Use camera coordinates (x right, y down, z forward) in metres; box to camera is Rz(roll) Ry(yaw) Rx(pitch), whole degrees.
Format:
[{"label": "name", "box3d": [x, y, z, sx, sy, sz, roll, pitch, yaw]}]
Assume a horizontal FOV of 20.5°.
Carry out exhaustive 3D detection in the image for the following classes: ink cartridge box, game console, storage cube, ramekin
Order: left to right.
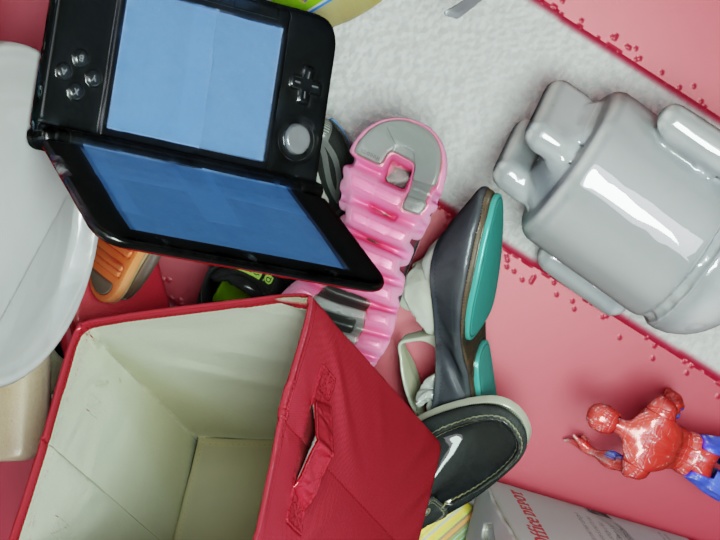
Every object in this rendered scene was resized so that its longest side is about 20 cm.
[{"label": "ramekin", "box3d": [-0.244, -0.035, 1.173, 0.093, 0.202, 0.204, 6, 99, 26]}, {"label": "game console", "box3d": [-0.080, -0.088, 1.169, 0.199, 0.118, 0.174, 11, 87, -35]}, {"label": "storage cube", "box3d": [-0.077, 0.139, 1.197, 0.199, 0.172, 0.180, -8, 142, 29]}, {"label": "ink cartridge box", "box3d": [0.168, 0.218, 1.295, 0.198, 0.145, 0.084, 17, 99, -9]}]

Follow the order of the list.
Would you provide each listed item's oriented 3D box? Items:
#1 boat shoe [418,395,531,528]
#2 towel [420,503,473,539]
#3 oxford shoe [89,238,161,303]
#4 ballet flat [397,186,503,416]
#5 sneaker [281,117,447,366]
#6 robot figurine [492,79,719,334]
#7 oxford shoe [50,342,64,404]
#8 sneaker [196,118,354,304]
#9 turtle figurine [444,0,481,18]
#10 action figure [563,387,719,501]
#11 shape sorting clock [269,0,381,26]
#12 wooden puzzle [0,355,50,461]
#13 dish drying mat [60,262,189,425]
[{"label": "boat shoe", "box3d": [0.026, 0.150, 1.295, 0.199, 0.068, 0.072, -30, 110, 17]}, {"label": "towel", "box3d": [0.019, 0.158, 1.358, 0.086, 0.018, 0.200, -40, 97, 1]}, {"label": "oxford shoe", "box3d": [-0.106, -0.061, 1.281, 0.073, 0.071, 0.201, 28, 95, -40]}, {"label": "ballet flat", "box3d": [0.057, 0.038, 1.303, 0.072, 0.073, 0.202, -2, 116, -1]}, {"label": "sneaker", "box3d": [0.000, 0.000, 1.291, 0.079, 0.095, 0.201, 28, 90, 3]}, {"label": "robot figurine", "box3d": [0.184, -0.036, 1.282, 0.199, 0.113, 0.170, 35, 136, -6]}, {"label": "oxford shoe", "box3d": [-0.175, 0.104, 1.319, 0.074, 0.071, 0.200, -43, 97, 2]}, {"label": "sneaker", "box3d": [-0.058, -0.008, 1.298, 0.070, 0.083, 0.201, 25, 97, -5]}, {"label": "turtle figurine", "box3d": [0.148, -0.232, 1.241, 0.192, 0.201, 0.145, 5, 133, -6]}, {"label": "action figure", "box3d": [0.221, 0.121, 1.338, 0.199, 0.099, 0.066, 23, 95, -27]}, {"label": "shape sorting clock", "box3d": [-0.042, -0.232, 1.246, 0.198, 0.039, 0.201, -8, 135, -8]}, {"label": "wooden puzzle", "box3d": [-0.293, 0.031, 1.291, 0.198, 0.046, 0.187, -1, 82, 11]}, {"label": "dish drying mat", "box3d": [-0.167, 0.008, 1.304, 0.076, 0.018, 0.202, -13, 86, -21]}]
